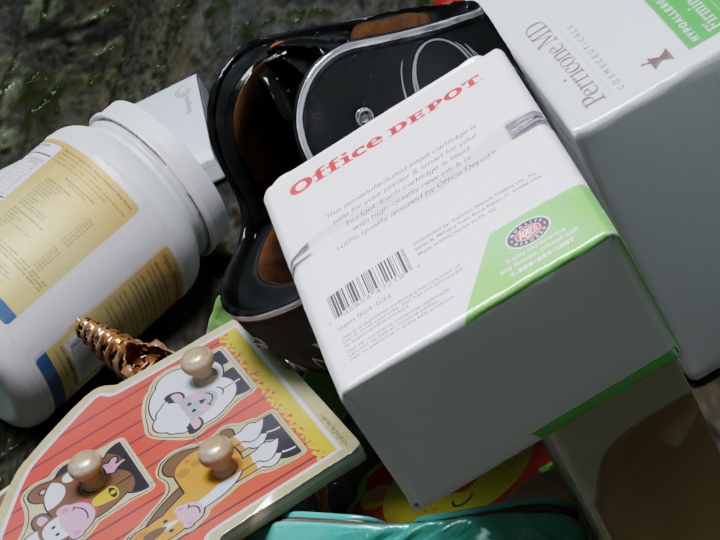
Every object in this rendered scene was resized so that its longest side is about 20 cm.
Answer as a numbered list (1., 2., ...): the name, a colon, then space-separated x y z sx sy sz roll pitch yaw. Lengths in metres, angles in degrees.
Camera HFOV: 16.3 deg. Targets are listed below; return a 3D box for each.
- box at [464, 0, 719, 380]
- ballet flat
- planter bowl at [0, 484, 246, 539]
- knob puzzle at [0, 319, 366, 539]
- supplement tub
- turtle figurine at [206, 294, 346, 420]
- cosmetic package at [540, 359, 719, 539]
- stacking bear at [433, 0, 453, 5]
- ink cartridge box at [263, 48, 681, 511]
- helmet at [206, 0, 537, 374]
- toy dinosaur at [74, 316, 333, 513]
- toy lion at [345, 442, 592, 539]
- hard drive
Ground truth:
1. box: 0.195 -0.090 1.477 0.171 0.201 0.199 -31 34 0
2. ballet flat: 0.021 0.157 1.283 0.199 0.067 0.071 -7 62 29
3. planter bowl: -0.133 0.209 1.385 0.199 0.135 0.201 -20 34 14
4. knob puzzle: -0.119 0.104 1.362 0.218 0.031 0.220 -18 33 12
5. supplement tub: -0.201 -0.006 1.718 0.200 0.145 0.144 -42 35 -20
6. turtle figurine: 0.000 0.000 1.531 0.199 0.145 0.194 -18 15 27
7. cosmetic package: 0.142 0.105 1.254 0.071 0.201 0.105 -30 34 -1
8. stacking bear: 0.098 -0.197 1.789 0.113 0.122 0.201 6 56 52
9. ink cartridge box: 0.048 -0.001 1.208 0.145 0.084 0.200 -31 31 5
10. helmet: 0.011 -0.040 1.398 0.198 0.192 0.200 -11 10 2
11. toy dinosaur: -0.089 0.092 1.494 0.101 0.136 0.201 -23 62 -11
12. toy lion: 0.045 0.148 1.407 0.199 0.069 0.192 -34 26 -6
13. hard drive: -0.201 -0.068 1.909 0.199 0.027 0.132 -25 33 6
